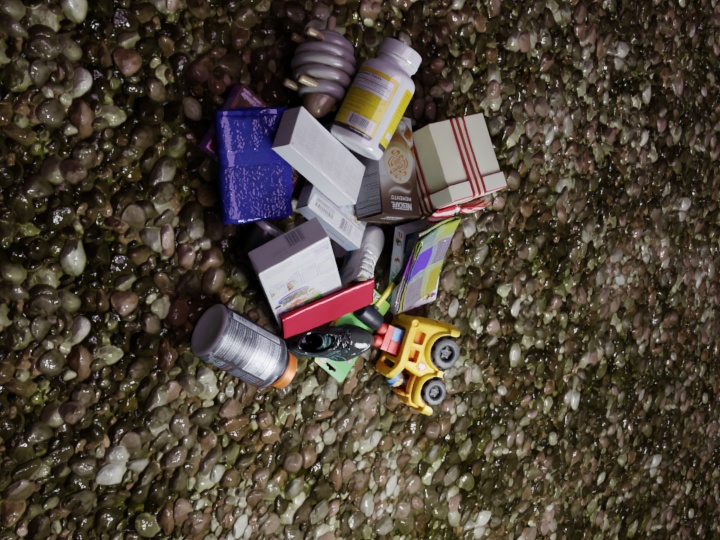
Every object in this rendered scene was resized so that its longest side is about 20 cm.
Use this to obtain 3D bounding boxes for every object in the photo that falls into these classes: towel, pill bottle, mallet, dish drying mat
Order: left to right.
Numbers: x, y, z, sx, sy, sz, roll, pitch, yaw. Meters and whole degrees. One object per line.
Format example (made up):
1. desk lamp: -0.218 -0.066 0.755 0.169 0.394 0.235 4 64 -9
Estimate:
1. pill bottle: -0.210 0.151 1.500 0.199 0.105 0.108 35 77 -37
2. towel: -0.193 -0.190 1.439 0.146 0.049 0.204 -9 102 -33
3. dish drying mat: -0.063 0.073 1.554 0.197 0.018 0.077 -23 144 -18
4. pill bottle: 0.033 -0.316 1.475 0.111 0.111 0.202 28 90 -37
5. mallet: 0.071 0.039 1.680 0.200 0.041 0.066 -45 129 -4
6. towel: 0.139 -0.012 1.666 0.143 0.023 0.202 -27 144 -43

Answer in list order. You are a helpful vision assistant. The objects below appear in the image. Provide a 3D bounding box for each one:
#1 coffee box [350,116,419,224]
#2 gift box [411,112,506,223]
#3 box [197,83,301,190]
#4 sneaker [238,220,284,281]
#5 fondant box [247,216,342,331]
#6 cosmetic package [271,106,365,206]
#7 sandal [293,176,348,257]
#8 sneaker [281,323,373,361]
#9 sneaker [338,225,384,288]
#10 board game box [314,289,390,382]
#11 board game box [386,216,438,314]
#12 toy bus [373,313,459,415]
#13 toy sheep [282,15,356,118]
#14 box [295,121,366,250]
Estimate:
1. coffee box: 0.047 -0.200 1.587 0.113 0.079 0.204 0 82 -44
2. gift box: 0.177 -0.203 1.686 0.182 0.199 0.190 -17 89 -30
3. box: -0.187 -0.228 1.488 0.199 0.039 0.138 37 76 -36
4. sneaker: -0.157 -0.017 1.541 0.100 0.071 0.199 -53 135 2
5. fondant box: -0.116 0.011 1.498 0.143 0.059 0.201 -28 145 -11
6. cosmetic package: -0.074 -0.205 1.469 0.200 0.050 0.084 39 56 -43
7. sandal: -0.074 -0.107 1.595 0.075 0.045 0.202 -41 121 -26
8. sneaker: -0.059 0.148 1.607 0.197 0.079 0.077 -2 88 -24
9. sneaker: 0.000 0.000 1.651 0.076 0.080 0.202 39 73 -34
10. board game box: -0.021 0.127 1.693 0.095 0.030 0.202 44 69 -34
11. board game box: 0.121 -0.012 1.737 0.125 0.034 0.203 -17 126 -35
12. toy bus: 0.098 0.190 1.742 0.189 0.135 0.203 18 90 -26
13. toy sheep: -0.070 -0.381 1.497 0.136 0.137 0.204 16 82 -38
14. box: -0.037 -0.166 1.580 0.155 0.041 0.203 37 59 -37
